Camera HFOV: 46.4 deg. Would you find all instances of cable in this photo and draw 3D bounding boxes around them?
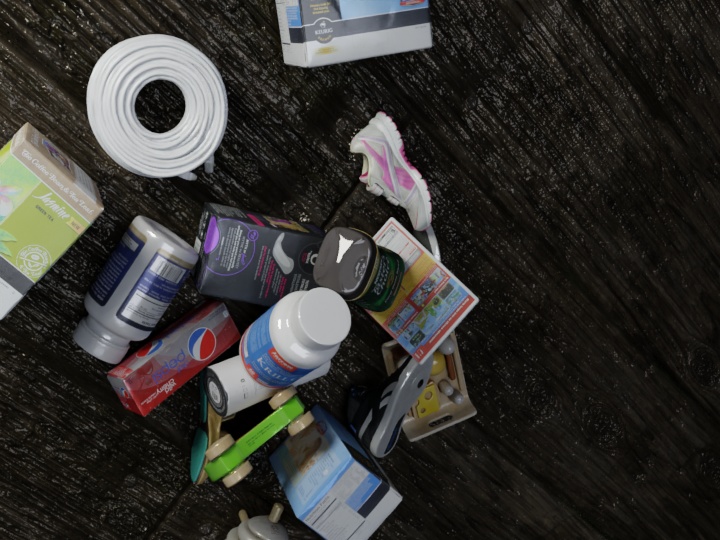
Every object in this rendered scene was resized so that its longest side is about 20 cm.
[{"bbox_3d":[-0.289,-0.233,1.201,0.197,0.069,0.204,6,103,-23],"label":"cable"}]

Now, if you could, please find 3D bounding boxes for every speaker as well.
[{"bbox_3d":[-0.145,0.159,1.335,0.198,0.081,0.083,-20,113,-34],"label":"speaker"}]

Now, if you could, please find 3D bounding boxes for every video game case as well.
[{"bbox_3d":[0.076,0.032,1.376,0.200,0.017,0.143,44,96,12],"label":"video game case"}]

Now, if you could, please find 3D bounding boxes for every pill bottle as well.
[{"bbox_3d":[-0.336,0.031,1.236,0.110,0.111,0.201,33,92,-26],"label":"pill bottle"},{"bbox_3d":[-0.094,0.096,1.220,0.111,0.200,0.114,11,64,-24],"label":"pill bottle"}]

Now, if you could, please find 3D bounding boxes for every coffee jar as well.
[{"bbox_3d":[0.000,0.000,1.280,0.106,0.084,0.200,-69,159,-2],"label":"coffee jar"}]

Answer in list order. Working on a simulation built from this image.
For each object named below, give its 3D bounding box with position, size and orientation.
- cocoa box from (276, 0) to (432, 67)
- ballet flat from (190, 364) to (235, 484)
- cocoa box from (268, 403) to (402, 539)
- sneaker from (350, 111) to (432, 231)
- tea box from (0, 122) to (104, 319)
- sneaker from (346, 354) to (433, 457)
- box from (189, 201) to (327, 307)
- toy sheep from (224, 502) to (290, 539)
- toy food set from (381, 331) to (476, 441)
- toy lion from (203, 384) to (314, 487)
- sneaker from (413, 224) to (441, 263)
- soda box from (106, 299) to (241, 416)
[{"bbox_3d":[-0.013,-0.380,1.223,0.197,0.133,0.134,-14,109,-17],"label":"cocoa box"},{"bbox_3d":[-0.235,0.253,1.364,0.062,0.069,0.204,2,105,-26],"label":"ballet flat"},{"bbox_3d":[-0.046,0.342,1.388,0.134,0.200,0.131,-48,115,-1],"label":"cocoa box"},{"bbox_3d":[0.047,-0.148,1.352,0.087,0.081,0.202,-30,98,-4],"label":"sneaker"},{"bbox_3d":[-0.457,-0.073,1.109,0.197,0.200,0.134,-48,115,-2],"label":"tea box"},{"bbox_3d":[0.037,0.203,1.429,0.073,0.111,0.202,19,100,-52],"label":"sneaker"},{"bbox_3d":[-0.151,-0.019,1.296,0.197,0.106,0.124,12,102,-24],"label":"box"},{"bbox_3d":[-0.178,0.481,1.415,0.136,0.138,0.203,16,99,-24],"label":"toy sheep"},{"bbox_3d":[0.127,0.192,1.491,0.141,0.060,0.203,-20,111,-15],"label":"toy food set"},{"bbox_3d":[-0.164,0.262,1.323,0.199,0.192,0.069,-36,87,-29],"label":"toy lion"},{"bbox_3d":[0.084,0.005,1.417,0.097,0.071,0.204,-9,101,-6],"label":"sneaker"},{"bbox_3d":[-0.281,0.129,1.274,0.199,0.063,0.071,-39,118,-32],"label":"soda box"}]
